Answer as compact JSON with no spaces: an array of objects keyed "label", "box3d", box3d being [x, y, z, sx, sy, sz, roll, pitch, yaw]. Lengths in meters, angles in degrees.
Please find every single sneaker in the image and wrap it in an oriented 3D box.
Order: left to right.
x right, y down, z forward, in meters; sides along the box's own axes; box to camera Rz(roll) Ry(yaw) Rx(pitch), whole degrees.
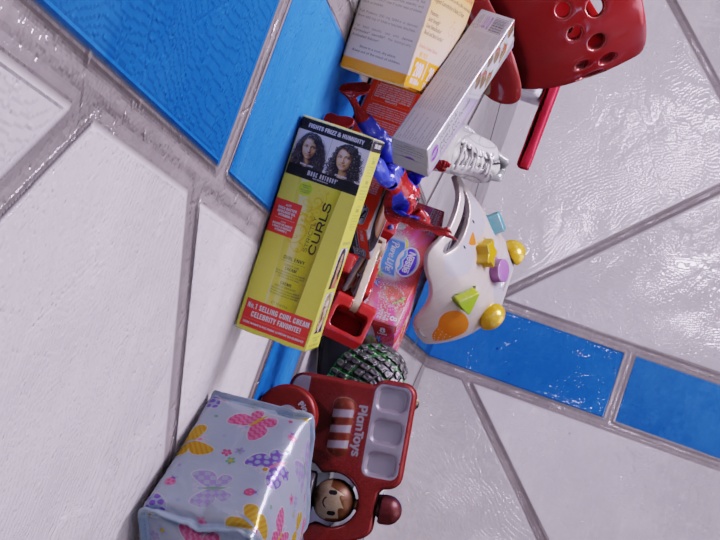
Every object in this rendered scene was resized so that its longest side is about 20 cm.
[{"label":"sneaker","box3d":[-0.029,0.160,1.558,0.200,0.078,0.085,-34,171,-17]},{"label":"sneaker","box3d":[0.122,-0.141,1.519,0.075,0.081,0.200,-64,160,12]}]

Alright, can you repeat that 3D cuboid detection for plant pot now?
[{"label":"plant pot","box3d":[0.193,-0.291,1.420,0.182,0.201,0.200,-28,167,-1]}]

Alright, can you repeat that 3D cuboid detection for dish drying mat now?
[{"label":"dish drying mat","box3d":[0.240,-0.223,1.614,0.077,0.018,0.200,-10,120,-81]}]

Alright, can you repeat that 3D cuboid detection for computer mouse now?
[{"label":"computer mouse","box3d":[0.007,0.153,1.649,0.200,0.140,0.046,92,15,-62]}]

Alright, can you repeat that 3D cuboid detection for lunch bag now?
[{"label":"lunch bag","box3d":[-0.118,0.238,1.121,0.170,0.127,0.200,-63,159,-53]}]

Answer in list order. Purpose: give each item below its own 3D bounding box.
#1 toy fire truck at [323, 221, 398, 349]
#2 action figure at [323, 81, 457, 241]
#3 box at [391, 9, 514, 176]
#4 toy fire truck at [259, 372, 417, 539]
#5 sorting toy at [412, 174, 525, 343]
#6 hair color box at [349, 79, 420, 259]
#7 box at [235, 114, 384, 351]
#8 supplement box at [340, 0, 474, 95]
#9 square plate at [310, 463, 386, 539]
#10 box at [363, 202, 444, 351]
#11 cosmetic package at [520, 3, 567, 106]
[{"label":"toy fire truck","box3d":[0.000,0.000,1.463,0.200,0.049,0.141,-68,-172,-20]},{"label":"action figure","box3d":[0.048,-0.098,1.273,0.065,0.099,0.200,-63,146,-22]},{"label":"box","box3d":[0.093,-0.177,1.254,0.200,0.041,0.039,-58,158,-31]},{"label":"toy fire truck","box3d":[-0.031,0.211,1.400,0.112,0.168,0.200,50,49,-80]},{"label":"sorting toy","box3d":[0.129,-0.027,1.638,0.180,0.107,0.200,57,48,-53]},{"label":"hair color box","box3d":[0.018,-0.124,1.390,0.102,0.061,0.200,80,31,-73]},{"label":"box","box3d":[-0.046,-0.033,1.151,0.050,0.075,0.200,-12,122,-78]},{"label":"supplement box","box3d":[0.062,-0.275,1.237,0.126,0.073,0.200,-5,114,-69]},{"label":"square plate","box3d":[-0.055,0.270,1.516,0.028,0.200,0.198,56,38,-24]},{"label":"box","box3d":[0.032,0.010,1.651,0.100,0.095,0.200,96,15,-54]},{"label":"cosmetic package","box3d":[0.181,-0.334,1.616,0.167,0.166,0.200,-12,122,-80]}]
